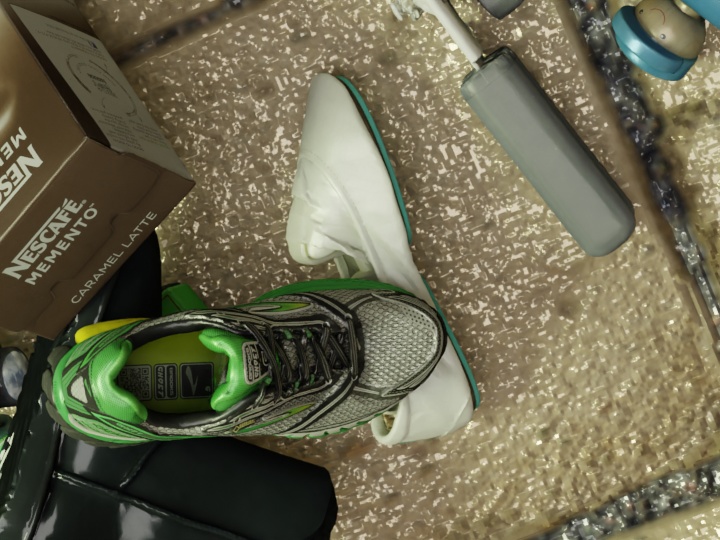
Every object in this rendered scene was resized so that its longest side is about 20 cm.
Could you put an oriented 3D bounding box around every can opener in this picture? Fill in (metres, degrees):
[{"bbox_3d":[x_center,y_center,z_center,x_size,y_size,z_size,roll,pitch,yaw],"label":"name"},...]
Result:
[{"bbox_3d":[0.079,-0.098,1.228,0.066,0.053,0.200,-33,97,13],"label":"can opener"}]

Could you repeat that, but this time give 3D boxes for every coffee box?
[{"bbox_3d":[-0.183,-0.079,1.202,0.114,0.080,0.200,-48,54,15],"label":"coffee box"}]

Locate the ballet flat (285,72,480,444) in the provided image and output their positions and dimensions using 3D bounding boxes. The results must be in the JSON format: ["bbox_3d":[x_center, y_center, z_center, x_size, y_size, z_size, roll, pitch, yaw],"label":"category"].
[{"bbox_3d":[0.000,0.000,1.250,0.069,0.069,0.201,-19,102,12],"label":"ballet flat"}]

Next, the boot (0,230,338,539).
[{"bbox_3d":[-0.089,0.082,1.243,0.167,0.076,0.201,20,81,-18],"label":"boot"}]

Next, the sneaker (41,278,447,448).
[{"bbox_3d":[-0.047,0.050,1.174,0.199,0.085,0.078,-11,92,-21],"label":"sneaker"}]

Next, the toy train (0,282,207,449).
[{"bbox_3d":[-0.150,0.083,1.311,0.200,0.042,0.056,-42,85,15],"label":"toy train"}]

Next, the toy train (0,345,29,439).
[{"bbox_3d":[-0.272,0.075,1.275,0.199,0.114,0.086,-7,103,25],"label":"toy train"}]

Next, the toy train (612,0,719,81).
[{"bbox_3d":[0.117,-0.191,1.193,0.200,0.085,0.116,37,119,-1],"label":"toy train"}]

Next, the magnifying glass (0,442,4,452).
[{"bbox_3d":[-0.129,0.161,1.310,0.079,0.022,0.201,-25,112,8],"label":"magnifying glass"}]
